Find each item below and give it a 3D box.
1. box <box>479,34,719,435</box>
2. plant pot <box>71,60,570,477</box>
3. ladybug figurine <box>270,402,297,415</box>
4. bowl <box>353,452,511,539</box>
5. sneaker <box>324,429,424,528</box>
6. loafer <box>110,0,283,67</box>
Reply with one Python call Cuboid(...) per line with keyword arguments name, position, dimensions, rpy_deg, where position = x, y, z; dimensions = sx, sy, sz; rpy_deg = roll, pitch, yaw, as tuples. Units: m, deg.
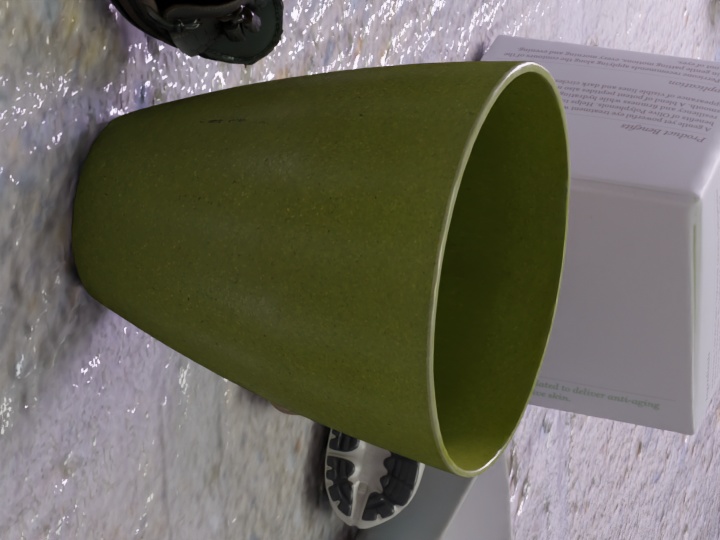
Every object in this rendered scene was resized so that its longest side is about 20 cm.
Cuboid(name="box", position=(0.160, -0.027, 1.462), dimensions=(0.171, 0.198, 0.201), rpy_deg=(-55, 147, -47))
Cuboid(name="plant pot", position=(-0.025, -0.016, 0.994), dimensions=(0.187, 0.199, 0.188), rpy_deg=(10, 90, -69))
Cuboid(name="ladybug figurine", position=(0.000, 0.000, 1.241), dimensions=(0.136, 0.072, 0.201), rpy_deg=(69, 37, -53))
Cuboid(name="bowl", position=(0.036, 0.231, 1.429), dimensions=(0.200, 0.074, 0.201), rpy_deg=(-56, 148, -49))
Cuboid(name="sneaker", position=(0.018, 0.062, 1.345), dimensions=(0.080, 0.077, 0.201), rpy_deg=(84, 22, -83))
Cuboid(name="loafer", position=(-0.081, -0.138, 0.963), dimensions=(0.072, 0.063, 0.200), rpy_deg=(-42, 148, 1))
